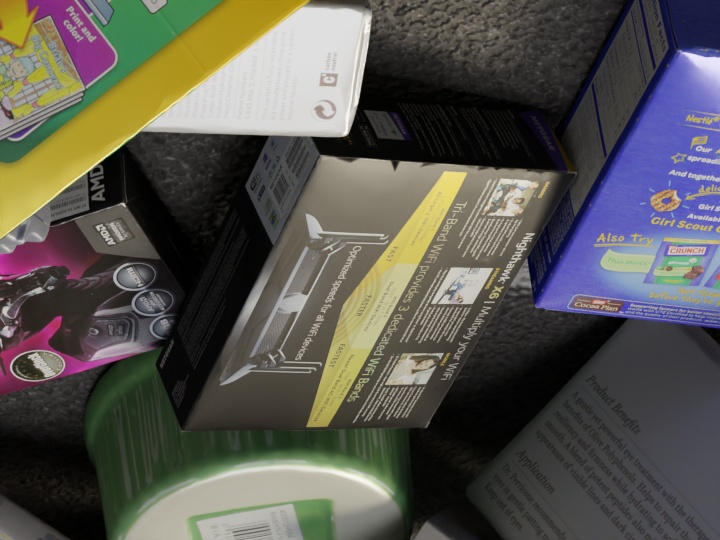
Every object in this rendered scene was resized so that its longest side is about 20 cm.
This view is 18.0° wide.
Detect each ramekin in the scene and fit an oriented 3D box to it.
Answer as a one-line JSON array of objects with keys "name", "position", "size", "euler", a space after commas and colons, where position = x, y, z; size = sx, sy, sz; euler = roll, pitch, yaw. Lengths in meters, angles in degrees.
[{"name": "ramekin", "position": [-0.061, 0.124, 1.341], "size": [0.199, 0.098, 0.201], "euler": [-6, 141, -4]}]

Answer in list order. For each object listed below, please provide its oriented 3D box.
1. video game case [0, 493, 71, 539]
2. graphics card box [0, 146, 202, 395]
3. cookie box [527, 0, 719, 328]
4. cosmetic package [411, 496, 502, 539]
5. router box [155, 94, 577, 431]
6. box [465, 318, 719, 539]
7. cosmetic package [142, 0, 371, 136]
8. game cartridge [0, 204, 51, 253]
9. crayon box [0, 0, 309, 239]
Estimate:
[{"name": "video game case", "position": [-0.146, 0.218, 1.382], "size": [0.181, 0.023, 0.200], "euler": [31, 158, 14]}, {"name": "graphics card box", "position": [-0.193, 0.010, 1.216], "size": [0.199, 0.051, 0.126], "euler": [-17, 141, 9]}, {"name": "cookie box", "position": [0.196, -0.060, 1.183], "size": [0.170, 0.076, 0.200], "euler": [6, 139, -18]}, {"name": "cosmetic package", "position": [0.069, 0.204, 1.372], "size": [0.085, 0.107, 0.200], "euler": [-54, 171, 3]}, {"name": "router box", "position": [0.000, 0.000, 1.197], "size": [0.156, 0.052, 0.201], "euler": [2, 133, -32]}, {"name": "box", "position": [0.212, 0.164, 1.330], "size": [0.171, 0.199, 0.200], "euler": [-47, 134, 6]}, {"name": "cosmetic package", "position": [-0.103, -0.116, 1.028], "size": [0.199, 0.102, 0.074], "euler": [1, 124, -14]}, {"name": "game cartridge", "position": [-0.251, -0.063, 1.075], "size": [0.132, 0.041, 0.200], "euler": [-1, 156, 26]}, {"name": "crayon box", "position": [-0.148, -0.141, 0.923], "size": [0.172, 0.058, 0.200], "euler": [-38, 109, -2]}]
